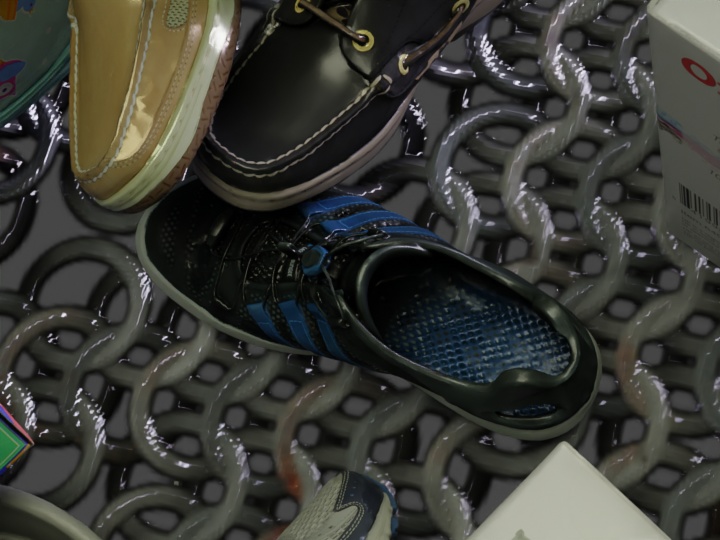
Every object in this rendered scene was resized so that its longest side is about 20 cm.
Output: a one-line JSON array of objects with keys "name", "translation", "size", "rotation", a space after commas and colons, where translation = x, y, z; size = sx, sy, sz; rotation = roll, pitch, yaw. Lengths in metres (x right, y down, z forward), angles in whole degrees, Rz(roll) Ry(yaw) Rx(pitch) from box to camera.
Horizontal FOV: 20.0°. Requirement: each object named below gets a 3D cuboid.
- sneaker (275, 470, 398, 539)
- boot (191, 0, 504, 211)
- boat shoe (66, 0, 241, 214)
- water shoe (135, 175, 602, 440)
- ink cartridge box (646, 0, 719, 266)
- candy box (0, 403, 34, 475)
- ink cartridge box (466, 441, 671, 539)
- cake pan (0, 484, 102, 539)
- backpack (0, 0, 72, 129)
[{"name": "sneaker", "translation": [-0.061, 0.132, 0.721], "size": [0.085, 0.077, 0.200], "rotation": [42, 56, 0]}, {"name": "boot", "translation": [0.008, -0.127, 0.771], "size": [0.073, 0.151, 0.200], "rotation": [38, 65, 19]}, {"name": "boat shoe", "translation": [-0.090, -0.120, 0.769], "size": [0.072, 0.076, 0.200], "rotation": [-21, 53, 42]}, {"name": "water shoe", "translation": [0.000, 0.000, 0.787], "size": [0.200, 0.079, 0.072], "rotation": [20, 76, 17]}, {"name": "ink cartridge box", "translation": [0.201, -0.062, 0.705], "size": [0.147, 0.200, 0.146], "rotation": [37, 81, 19]}, {"name": "candy box", "translation": [-0.250, 0.076, 0.781], "size": [0.200, 0.077, 0.169], "rotation": [-45, 44, -6]}, {"name": "ink cartridge box", "translation": [0.057, 0.134, 0.710], "size": [0.200, 0.116, 0.068], "rotation": [-44, 71, -7]}, {"name": "cake pan", "translation": [-0.162, 0.181, 0.777], "size": [0.200, 0.037, 0.201], "rotation": [-3, 70, 9]}, {"name": "backpack", "translation": [-0.198, -0.133, 0.830], "size": [0.176, 0.153, 0.200], "rotation": [-36, 57, -1]}]
